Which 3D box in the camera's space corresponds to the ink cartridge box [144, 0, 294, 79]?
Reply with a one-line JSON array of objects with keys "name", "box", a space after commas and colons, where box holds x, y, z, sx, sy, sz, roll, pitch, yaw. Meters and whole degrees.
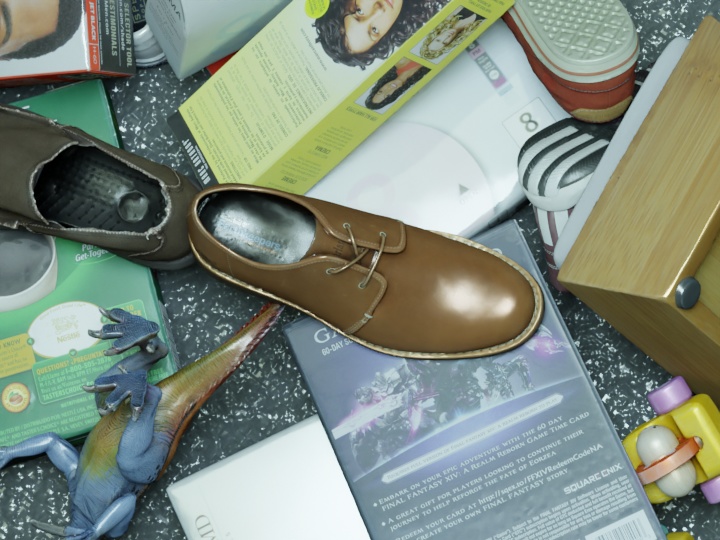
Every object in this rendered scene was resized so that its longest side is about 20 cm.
[{"name": "ink cartridge box", "box": [-0.032, -0.185, 1.266, 0.159, 0.200, 0.047, -28, 83, -14]}]

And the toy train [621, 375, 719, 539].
[{"name": "toy train", "box": [0.191, 0.144, 1.258, 0.150, 0.056, 0.201, 35, 113, 13]}]

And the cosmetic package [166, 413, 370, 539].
[{"name": "cosmetic package", "box": [0.005, 0.124, 1.313, 0.199, 0.071, 0.102, -27, 80, 1]}]

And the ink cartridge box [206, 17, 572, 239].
[{"name": "ink cartridge box", "box": [0.016, -0.103, 1.361, 0.162, 0.057, 0.201, -36, 84, -1]}]

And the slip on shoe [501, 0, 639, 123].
[{"name": "slip on shoe", "box": [0.104, -0.154, 1.324, 0.074, 0.061, 0.201, -18, 45, -6]}]

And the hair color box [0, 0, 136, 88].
[{"name": "hair color box", "box": [-0.230, -0.153, 1.351, 0.199, 0.061, 0.102, -4, 89, 22]}]

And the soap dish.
[{"name": "soap dish", "box": [0.204, -0.017, 1.256, 0.081, 0.200, 0.158, 25, 82, 44]}]

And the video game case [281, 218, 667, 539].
[{"name": "video game case", "box": [0.059, 0.088, 1.260, 0.142, 0.019, 0.201, -25, 68, 1]}]

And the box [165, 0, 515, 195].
[{"name": "box", "box": [-0.013, -0.115, 1.305, 0.200, 0.050, 0.076, -42, 61, 20]}]

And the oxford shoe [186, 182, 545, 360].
[{"name": "oxford shoe", "box": [0.000, 0.000, 1.250, 0.198, 0.071, 0.072, 14, 79, 5]}]

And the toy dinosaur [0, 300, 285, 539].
[{"name": "toy dinosaur", "box": [-0.130, 0.121, 1.298, 0.198, 0.182, 0.105, -7, 41, -14]}]

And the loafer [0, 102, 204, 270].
[{"name": "loafer", "box": [-0.178, -0.057, 1.313, 0.198, 0.071, 0.074, 13, 82, 7]}]

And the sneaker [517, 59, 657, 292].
[{"name": "sneaker", "box": [0.172, -0.048, 1.332, 0.199, 0.116, 0.076, -25, 33, -25]}]

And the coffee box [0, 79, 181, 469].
[{"name": "coffee box", "box": [-0.179, 0.001, 1.363, 0.122, 0.044, 0.201, -17, 80, 2]}]

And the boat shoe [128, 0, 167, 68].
[{"name": "boat shoe", "box": [-0.152, -0.218, 1.385, 0.073, 0.065, 0.201, -26, 80, 1]}]
